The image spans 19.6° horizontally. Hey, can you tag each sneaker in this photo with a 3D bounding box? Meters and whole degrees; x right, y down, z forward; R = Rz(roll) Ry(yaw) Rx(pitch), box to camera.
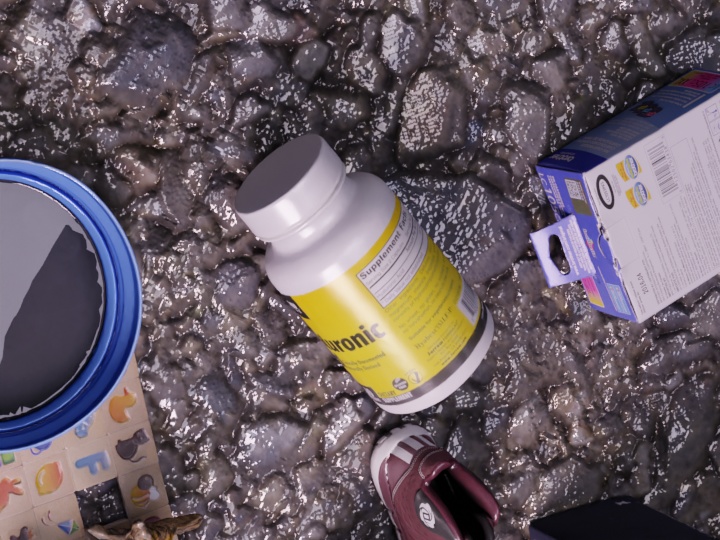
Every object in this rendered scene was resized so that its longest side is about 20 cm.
[{"bbox_3d":[0.077,0.219,1.592,0.075,0.115,0.201,-33,112,-18],"label":"sneaker"}]

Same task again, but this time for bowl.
[{"bbox_3d":[-0.249,0.023,1.430,0.199,0.039,0.203,-3,97,-26],"label":"bowl"}]

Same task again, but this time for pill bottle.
[{"bbox_3d":[0.000,0.000,1.518,0.111,0.111,0.200,-46,115,-12],"label":"pill bottle"}]

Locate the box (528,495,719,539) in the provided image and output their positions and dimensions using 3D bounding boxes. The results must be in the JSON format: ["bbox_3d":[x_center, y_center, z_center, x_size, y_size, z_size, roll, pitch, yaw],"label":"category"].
[{"bbox_3d":[0.219,0.300,1.662,0.103,0.148,0.202,-12,103,-23],"label":"box"}]

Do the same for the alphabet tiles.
[{"bbox_3d":[-0.226,0.132,1.486,0.166,0.008,0.202,-18,106,-23],"label":"alphabet tiles"}]

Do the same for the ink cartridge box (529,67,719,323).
[{"bbox_3d":[0.229,-0.053,1.642,0.199,0.076,0.137,-31,111,-20],"label":"ink cartridge box"}]

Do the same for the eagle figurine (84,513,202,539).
[{"bbox_3d":[-0.141,0.274,1.452,0.151,0.150,0.202,-2,83,-34],"label":"eagle figurine"}]
